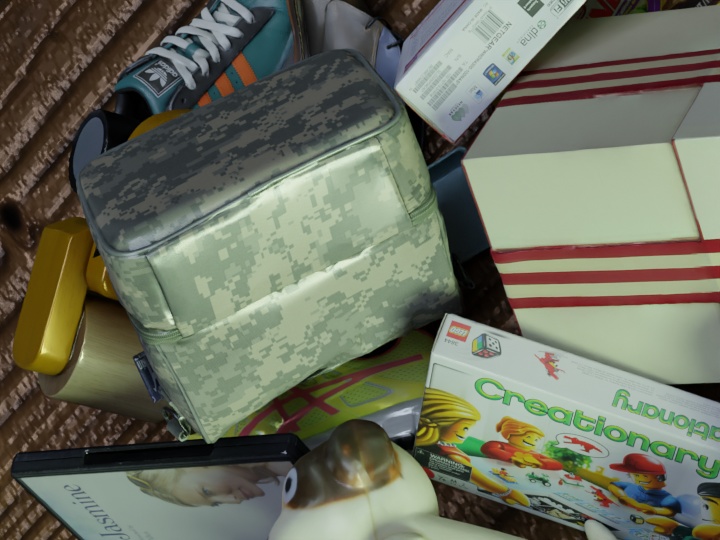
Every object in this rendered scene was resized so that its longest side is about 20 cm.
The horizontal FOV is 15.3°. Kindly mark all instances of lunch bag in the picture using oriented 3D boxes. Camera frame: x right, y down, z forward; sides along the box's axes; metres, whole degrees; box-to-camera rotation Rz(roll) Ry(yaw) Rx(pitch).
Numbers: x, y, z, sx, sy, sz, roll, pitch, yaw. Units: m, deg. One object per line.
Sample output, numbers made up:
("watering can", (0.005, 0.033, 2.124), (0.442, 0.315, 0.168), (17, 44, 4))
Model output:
("lunch bag", (-0.048, -0.007, 1.536), (0.200, 0.168, 0.139), (-26, 29, -5))

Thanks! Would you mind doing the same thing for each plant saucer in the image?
("plant saucer", (0.000, 0.000, 1.702), (0.200, 0.019, 0.070), (-32, 66, 21))

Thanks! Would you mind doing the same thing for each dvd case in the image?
("dvd case", (-0.097, 0.147, 1.647), (0.200, 0.143, 0.018), (-6, 55, 28))

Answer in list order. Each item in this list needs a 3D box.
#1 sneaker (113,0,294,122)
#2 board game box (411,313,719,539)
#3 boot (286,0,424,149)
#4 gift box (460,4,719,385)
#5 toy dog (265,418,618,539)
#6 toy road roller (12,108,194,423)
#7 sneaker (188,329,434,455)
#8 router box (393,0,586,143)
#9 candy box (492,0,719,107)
("sneaker", (-0.107, -0.125, 1.748), (0.071, 0.080, 0.200), (36, 98, 33))
("board game box", (0.131, 0.101, 1.513), (0.200, 0.126, 0.035), (18, 54, 8))
("boot", (0.004, -0.154, 1.709), (0.097, 0.075, 0.201), (9, 93, 19))
("gift box", (0.189, -0.057, 1.498), (0.186, 0.185, 0.200), (-2, 38, 31))
("toy dog", (0.037, 0.172, 1.494), (0.200, 0.140, 0.194), (39, 73, 15))
("toy road roller", (-0.120, -0.001, 1.665), (0.146, 0.123, 0.200), (20, 94, 62))
("sneaker", (-0.028, 0.090, 1.673), (0.200, 0.078, 0.091), (-14, 65, 20))
("router box", (0.105, -0.177, 1.566), (0.049, 0.180, 0.200), (41, 102, -7))
("candy box", (0.164, -0.156, 1.640), (0.200, 0.026, 0.102), (-46, 58, 13))
